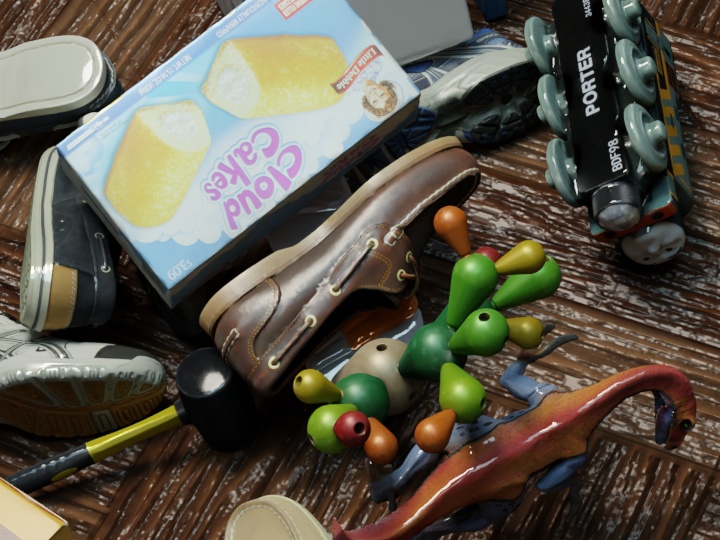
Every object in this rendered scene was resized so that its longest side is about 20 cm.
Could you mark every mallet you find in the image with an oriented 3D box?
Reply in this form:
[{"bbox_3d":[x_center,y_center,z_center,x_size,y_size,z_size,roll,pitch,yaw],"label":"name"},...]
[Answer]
[{"bbox_3d":[-0.156,0.115,1.380,0.199,0.066,0.041,-28,51,5],"label":"mallet"}]

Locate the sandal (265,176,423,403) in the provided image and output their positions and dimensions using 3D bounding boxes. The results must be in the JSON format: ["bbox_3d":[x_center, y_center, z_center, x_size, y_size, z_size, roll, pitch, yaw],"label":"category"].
[{"bbox_3d":[-0.017,0.001,1.424,0.079,0.059,0.208,-19,66,-7],"label":"sandal"}]

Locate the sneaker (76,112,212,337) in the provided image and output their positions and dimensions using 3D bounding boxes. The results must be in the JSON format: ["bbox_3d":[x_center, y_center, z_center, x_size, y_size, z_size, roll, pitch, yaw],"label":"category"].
[{"bbox_3d":[-0.105,-0.051,1.474,0.115,0.076,0.200,-21,52,-12],"label":"sneaker"}]

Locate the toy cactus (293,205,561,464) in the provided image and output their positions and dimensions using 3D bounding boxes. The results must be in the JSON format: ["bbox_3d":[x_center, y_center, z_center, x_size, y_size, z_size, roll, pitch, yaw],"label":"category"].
[{"bbox_3d":[0.025,0.048,1.285,0.102,0.165,0.200,48,58,-8],"label":"toy cactus"}]

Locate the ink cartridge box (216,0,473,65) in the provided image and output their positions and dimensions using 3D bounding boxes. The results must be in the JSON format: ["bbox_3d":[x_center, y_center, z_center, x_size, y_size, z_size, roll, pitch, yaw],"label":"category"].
[{"bbox_3d":[-0.032,-0.236,1.524,0.145,0.147,0.200,-20,32,-7],"label":"ink cartridge box"}]

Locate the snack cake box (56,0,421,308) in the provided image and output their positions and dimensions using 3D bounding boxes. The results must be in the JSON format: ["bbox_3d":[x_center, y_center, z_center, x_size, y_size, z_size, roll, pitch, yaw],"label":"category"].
[{"bbox_3d":[-0.074,-0.085,1.381,0.200,0.067,0.115,-39,83,-10],"label":"snack cake box"}]

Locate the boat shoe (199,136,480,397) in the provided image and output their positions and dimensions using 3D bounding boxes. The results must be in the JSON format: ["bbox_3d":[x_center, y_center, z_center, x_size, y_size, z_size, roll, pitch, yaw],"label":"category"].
[{"bbox_3d":[0.000,0.000,1.353,0.200,0.070,0.070,-39,66,-10],"label":"boat shoe"}]

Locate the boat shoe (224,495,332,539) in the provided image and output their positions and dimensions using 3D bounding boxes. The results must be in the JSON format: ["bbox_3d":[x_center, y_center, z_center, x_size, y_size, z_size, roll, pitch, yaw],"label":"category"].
[{"bbox_3d":[-0.041,0.198,1.159,0.072,0.065,0.201,-30,51,21],"label":"boat shoe"}]

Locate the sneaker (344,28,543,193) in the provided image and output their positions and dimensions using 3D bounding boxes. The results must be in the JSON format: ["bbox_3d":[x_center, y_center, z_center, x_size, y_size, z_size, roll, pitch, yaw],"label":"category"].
[{"bbox_3d":[0.027,-0.110,1.512,0.199,0.077,0.085,-18,42,-16],"label":"sneaker"}]

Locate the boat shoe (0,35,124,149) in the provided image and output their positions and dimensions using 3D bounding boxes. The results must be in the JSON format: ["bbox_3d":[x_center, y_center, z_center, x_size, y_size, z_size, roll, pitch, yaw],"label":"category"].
[{"bbox_3d":[-0.262,-0.121,1.554,0.199,0.062,0.075,-10,67,11],"label":"boat shoe"}]

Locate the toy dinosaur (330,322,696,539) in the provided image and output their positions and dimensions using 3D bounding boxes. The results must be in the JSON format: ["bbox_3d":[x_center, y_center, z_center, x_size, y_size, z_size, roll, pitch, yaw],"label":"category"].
[{"bbox_3d":[0.102,0.111,1.274,0.181,0.105,0.200,-27,10,22],"label":"toy dinosaur"}]

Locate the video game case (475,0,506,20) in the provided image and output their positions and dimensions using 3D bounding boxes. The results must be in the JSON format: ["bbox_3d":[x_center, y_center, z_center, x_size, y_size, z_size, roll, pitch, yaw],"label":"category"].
[{"bbox_3d":[0.063,-0.291,1.555,0.018,0.201,0.144,-19,52,-8],"label":"video game case"}]

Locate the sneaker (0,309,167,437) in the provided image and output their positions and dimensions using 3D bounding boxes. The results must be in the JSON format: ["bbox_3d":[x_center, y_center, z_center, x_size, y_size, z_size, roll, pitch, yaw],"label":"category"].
[{"bbox_3d":[-0.219,0.054,1.405,0.199,0.076,0.088,-3,52,5],"label":"sneaker"}]

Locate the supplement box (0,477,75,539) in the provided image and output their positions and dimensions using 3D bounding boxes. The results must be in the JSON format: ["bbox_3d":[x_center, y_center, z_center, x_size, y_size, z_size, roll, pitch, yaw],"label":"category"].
[{"bbox_3d":[-0.248,0.222,1.198,0.132,0.201,0.197,29,61,27],"label":"supplement box"}]

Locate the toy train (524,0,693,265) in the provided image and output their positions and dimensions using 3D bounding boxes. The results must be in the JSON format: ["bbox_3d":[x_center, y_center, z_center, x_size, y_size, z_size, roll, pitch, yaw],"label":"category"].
[{"bbox_3d":[0.168,-0.099,1.447,0.085,0.114,0.201,-25,50,24],"label":"toy train"}]

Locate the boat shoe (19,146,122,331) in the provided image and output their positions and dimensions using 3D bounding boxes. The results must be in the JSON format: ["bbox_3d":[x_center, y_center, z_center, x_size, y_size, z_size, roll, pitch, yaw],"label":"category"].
[{"bbox_3d":[-0.185,-0.019,1.442,0.062,0.075,0.200,7,25,-11],"label":"boat shoe"}]
